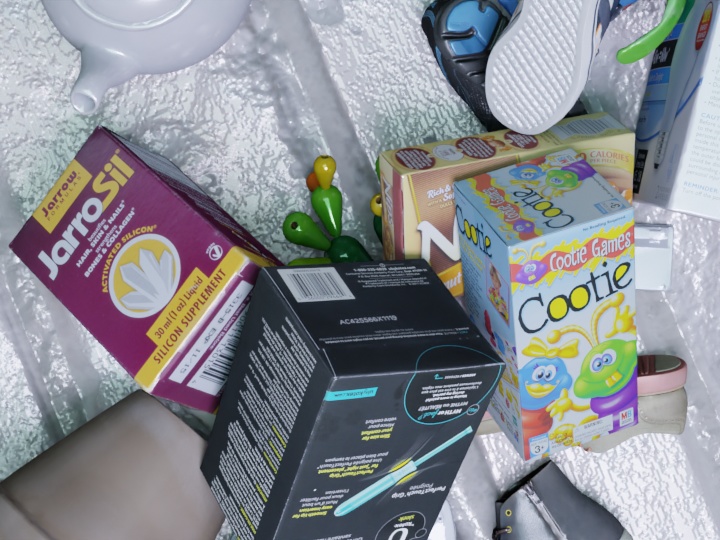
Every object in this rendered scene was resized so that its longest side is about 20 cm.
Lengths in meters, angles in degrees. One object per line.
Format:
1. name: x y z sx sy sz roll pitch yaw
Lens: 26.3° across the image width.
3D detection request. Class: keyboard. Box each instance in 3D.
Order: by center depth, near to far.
1. keyboard: 0.165 -0.014 1.307 0.199 0.011 0.057 3 100 1

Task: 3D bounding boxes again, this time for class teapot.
1. teapot: -0.173 -0.253 1.219 0.197 0.146 0.201 -27 94 2

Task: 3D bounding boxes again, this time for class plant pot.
1. plant pot: -0.195 0.199 1.254 0.200 0.200 0.174 42 77 -3

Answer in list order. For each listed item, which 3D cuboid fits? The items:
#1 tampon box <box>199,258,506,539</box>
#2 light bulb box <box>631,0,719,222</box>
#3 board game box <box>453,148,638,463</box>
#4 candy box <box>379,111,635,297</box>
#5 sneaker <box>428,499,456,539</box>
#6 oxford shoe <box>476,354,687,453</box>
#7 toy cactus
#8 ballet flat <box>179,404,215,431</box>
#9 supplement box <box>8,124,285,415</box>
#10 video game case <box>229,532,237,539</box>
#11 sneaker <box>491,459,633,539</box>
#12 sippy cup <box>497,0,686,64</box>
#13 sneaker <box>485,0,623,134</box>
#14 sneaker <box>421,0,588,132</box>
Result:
1. tampon box: -0.012 0.110 1.155 0.149 0.126 0.201 -3 129 -31
2. light bulb box: 0.300 -0.135 1.199 0.124 0.198 0.201 13 94 -3
3. board game box: 0.145 0.027 1.181 0.103 0.105 0.201 -17 125 -13
4. candy box: 0.117 -0.050 1.225 0.199 0.055 0.116 -11 118 -15
5. sneaker: 0.005 0.205 1.292 0.115 0.075 0.200 -38 92 -11
6. oxford shoe: 0.178 0.124 1.290 0.199 0.071 0.074 -8 105 5
7. toy cactus: 0.000 0.000 1.280 0.165 0.102 0.201 29 93 -21
8. ballet flat: -0.097 0.107 1.294 0.199 0.068 0.068 10 118 1
9. supplement box: -0.160 -0.002 1.219 0.200 0.103 0.131 40 96 31
10. video game case: -0.042 0.312 1.333 0.199 0.018 0.144 27 94 -2
11. sneaker: 0.125 0.260 1.306 0.200 0.075 0.106 -44 89 -5
12. sippy cup: 0.169 -0.248 1.230 0.130 0.178 0.140 -41 122 15
13. sneaker: 0.153 -0.192 1.155 0.078 0.200 0.079 30 50 12
14. sneaker: 0.123 -0.147 1.268 0.073 0.082 0.200 -39 113 -6
